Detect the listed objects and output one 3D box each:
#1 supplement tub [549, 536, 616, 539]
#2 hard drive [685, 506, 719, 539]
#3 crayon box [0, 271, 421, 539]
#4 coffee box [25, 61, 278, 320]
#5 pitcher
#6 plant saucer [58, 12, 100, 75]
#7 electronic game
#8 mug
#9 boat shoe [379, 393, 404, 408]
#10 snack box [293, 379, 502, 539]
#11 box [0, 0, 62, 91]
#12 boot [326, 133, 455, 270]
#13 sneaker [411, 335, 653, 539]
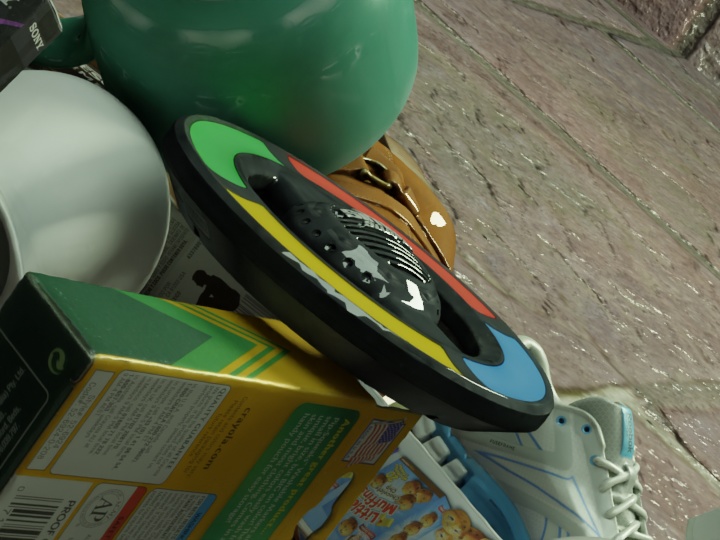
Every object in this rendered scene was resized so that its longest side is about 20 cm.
[{"bbox_3d":[0.100,0.212,0.830,0.145,0.146,0.200,21,23,-42],"label":"supplement tub"},{"bbox_3d":[0.215,0.219,1.073,0.200,0.026,0.132,50,24,-38],"label":"hard drive"},{"bbox_3d":[-0.081,0.076,0.864,0.200,0.126,0.052,14,27,-53],"label":"crayon box"},{"bbox_3d":[-0.115,-0.024,1.133,0.200,0.080,0.113,38,15,1],"label":"coffee box"},{"bbox_3d":[-0.165,-0.045,0.972,0.172,0.121,0.200,67,16,-4],"label":"pitcher"},{"bbox_3d":[-0.129,-0.090,1.274,0.200,0.038,0.200,35,-3,2],"label":"plant saucer"},{"bbox_3d":[0.000,0.000,0.954,0.200,0.042,0.200,35,12,-8],"label":"electronic game"},{"bbox_3d":[-0.067,-0.123,1.052,0.152,0.185,0.115,59,-10,31],"label":"mug"},{"bbox_3d":[0.025,0.062,1.200,0.068,0.072,0.200,43,18,16],"label":"boat shoe"},{"bbox_3d":[0.028,0.135,1.021,0.200,0.072,0.024,49,-19,33],"label":"snack box"},{"bbox_3d":[-0.232,-0.073,0.851,0.143,0.200,0.036,40,-16,12],"label":"box"},{"bbox_3d":[-0.032,-0.046,1.121,0.200,0.077,0.155,40,16,-24],"label":"boot"},{"bbox_3d":[0.105,0.108,1.056,0.075,0.087,0.200,16,29,-54],"label":"sneaker"}]
